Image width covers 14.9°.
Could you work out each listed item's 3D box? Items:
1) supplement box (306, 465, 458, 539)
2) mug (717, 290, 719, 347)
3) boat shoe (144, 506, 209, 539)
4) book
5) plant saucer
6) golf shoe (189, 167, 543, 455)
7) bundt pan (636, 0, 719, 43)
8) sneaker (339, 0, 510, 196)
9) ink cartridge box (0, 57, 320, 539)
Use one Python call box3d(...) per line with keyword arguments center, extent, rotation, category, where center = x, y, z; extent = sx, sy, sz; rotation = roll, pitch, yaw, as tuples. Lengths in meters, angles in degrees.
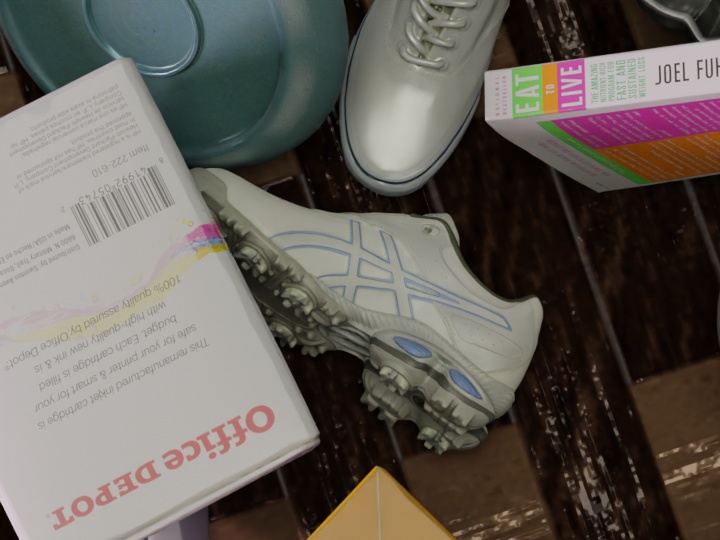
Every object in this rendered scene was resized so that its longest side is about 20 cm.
box3d(center=(0.034, 0.211, 1.266), extent=(0.197, 0.200, 0.133), rotation=(43, 85, 6), category="supplement box")
box3d(center=(0.247, 0.039, 1.299), extent=(0.147, 0.175, 0.201), rotation=(7, 83, 2), category="mug")
box3d(center=(-0.125, 0.062, 1.358), extent=(0.069, 0.071, 0.201), rotation=(-15, 81, 10), category="boat shoe")
box3d(center=(0.175, -0.080, 1.298), extent=(0.199, 0.133, 0.048), rotation=(-5, 80, 28), category="book")
box3d(center=(-0.101, -0.127, 1.327), extent=(0.199, 0.201, 0.027), rotation=(30, 44, 5), category="plant saucer")
box3d(center=(0.000, 0.000, 1.370), extent=(0.200, 0.078, 0.097), rotation=(37, 67, 0), category="golf shoe")
box3d(center=(0.210, -0.190, 1.375), extent=(0.200, 0.076, 0.203), rotation=(0, 78, 1), category="bundt pan")
box3d(center=(0.040, -0.136, 1.377), extent=(0.073, 0.071, 0.201), rotation=(19, 83, 3), category="sneaker")
box3d(center=(-0.124, 0.026, 1.276), extent=(0.144, 0.085, 0.201), rotation=(-27, 84, -5), category="ink cartridge box")
